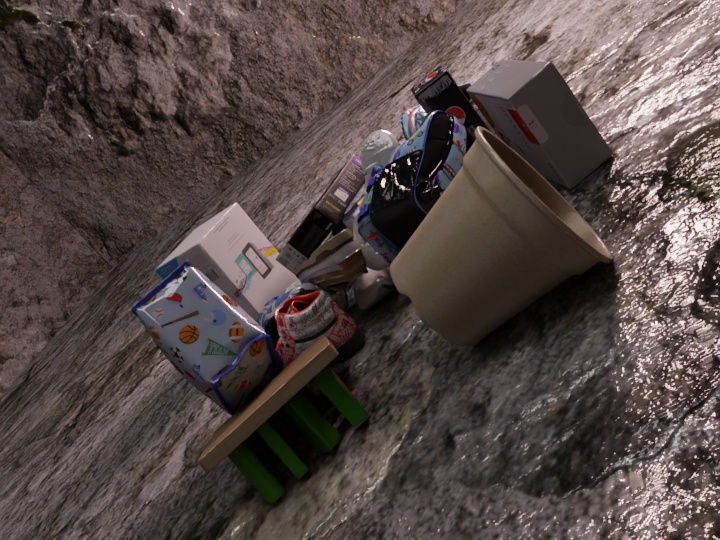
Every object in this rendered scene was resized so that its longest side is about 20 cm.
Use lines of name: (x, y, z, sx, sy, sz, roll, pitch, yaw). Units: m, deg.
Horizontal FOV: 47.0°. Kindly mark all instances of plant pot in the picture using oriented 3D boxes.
plant pot: (0.139, -0.022, 0.914, 0.184, 0.200, 0.201, -47, 15, 19)

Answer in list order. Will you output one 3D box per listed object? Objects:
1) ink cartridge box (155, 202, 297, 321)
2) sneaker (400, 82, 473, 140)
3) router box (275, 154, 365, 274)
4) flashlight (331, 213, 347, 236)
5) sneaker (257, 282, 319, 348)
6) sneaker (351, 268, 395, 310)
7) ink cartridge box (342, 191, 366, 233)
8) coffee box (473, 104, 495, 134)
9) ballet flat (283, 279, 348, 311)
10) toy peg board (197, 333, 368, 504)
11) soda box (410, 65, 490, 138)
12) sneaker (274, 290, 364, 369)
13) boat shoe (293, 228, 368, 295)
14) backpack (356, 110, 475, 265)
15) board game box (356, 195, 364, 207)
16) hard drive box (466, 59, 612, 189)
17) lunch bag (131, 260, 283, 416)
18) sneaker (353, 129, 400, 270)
ink cartridge box: (-0.248, 0.010, 1.572, 0.146, 0.200, 0.146, -25, 21, 39)
sneaker: (0.136, -0.263, 1.384, 0.095, 0.079, 0.200, -18, 28, 38)
router box: (-0.066, -0.098, 1.485, 0.149, 0.051, 0.200, -57, 7, -36)
flashlight: (-0.041, -0.033, 1.463, 0.068, 0.068, 0.200, -50, 13, 34)
sneaker: (-0.120, 0.067, 1.265, 0.200, 0.075, 0.077, -47, 41, 47)
sneaker: (0.000, 0.000, 1.276, 0.074, 0.087, 0.200, -38, 19, -4)
ink cartridge box: (0.083, -0.116, 1.392, 0.144, 0.084, 0.200, -50, 21, -26)
coffee box: (0.185, -0.238, 1.485, 0.200, 0.080, 0.114, -36, 18, 11)
ballet flat: (-0.093, 0.049, 1.352, 0.072, 0.072, 0.200, -48, 18, -25)
toy peg board: (-0.086, 0.186, 1.029, 0.200, 0.098, 0.199, -41, 2, -4)
soda box: (0.161, -0.214, 1.275, 0.063, 0.200, 0.071, -35, 18, 11)
sneaker: (-0.100, 0.103, 1.192, 0.201, 0.108, 0.067, -31, 19, 27)
boat shoe: (-0.043, 0.002, 1.210, 0.075, 0.069, 0.200, -34, -1, -18)
backpack: (0.099, -0.102, 1.103, 0.134, 0.182, 0.201, -22, 41, 37)
board game box: (0.077, -0.069, 1.225, 0.095, 0.030, 0.200, -40, 52, 5)
hard drive box: (0.247, -0.213, 1.172, 0.077, 0.156, 0.200, -39, 17, 2)
lunch bag: (-0.200, 0.106, 1.145, 0.124, 0.170, 0.200, -41, -23, -19)
sneaker: (0.044, -0.099, 1.204, 0.077, 0.201, 0.082, 5, -1, 28)
